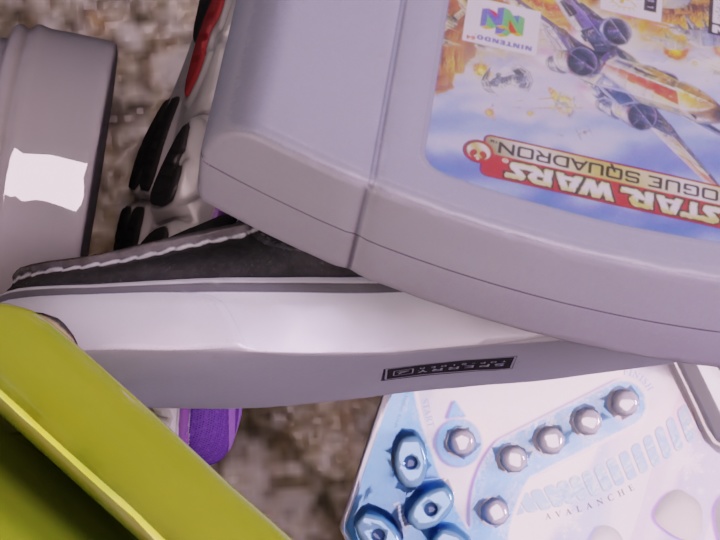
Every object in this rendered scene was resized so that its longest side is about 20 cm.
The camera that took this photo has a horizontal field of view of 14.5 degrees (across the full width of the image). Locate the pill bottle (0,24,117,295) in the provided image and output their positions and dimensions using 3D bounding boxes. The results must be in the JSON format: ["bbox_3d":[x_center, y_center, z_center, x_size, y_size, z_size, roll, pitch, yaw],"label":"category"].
[{"bbox_3d":[-0.170,-0.039,0.766,0.198,0.112,0.113,9,91,-4],"label":"pill bottle"}]

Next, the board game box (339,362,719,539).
[{"bbox_3d":[0.117,0.015,0.783,0.199,0.026,0.201,19,89,0],"label":"board game box"}]

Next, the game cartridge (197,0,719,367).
[{"bbox_3d":[0.064,-0.040,0.713,0.198,0.134,0.042,12,133,-3],"label":"game cartridge"}]

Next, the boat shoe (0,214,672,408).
[{"bbox_3d":[0.000,0.000,0.736,0.198,0.069,0.057,-3,75,-11],"label":"boat shoe"}]

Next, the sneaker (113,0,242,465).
[{"bbox_3d":[-0.015,-0.035,0.795,0.083,0.081,0.201,19,92,-14],"label":"sneaker"}]

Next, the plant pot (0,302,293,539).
[{"bbox_3d":[-0.101,0.134,0.679,0.200,0.199,0.182,41,61,-3],"label":"plant pot"}]
